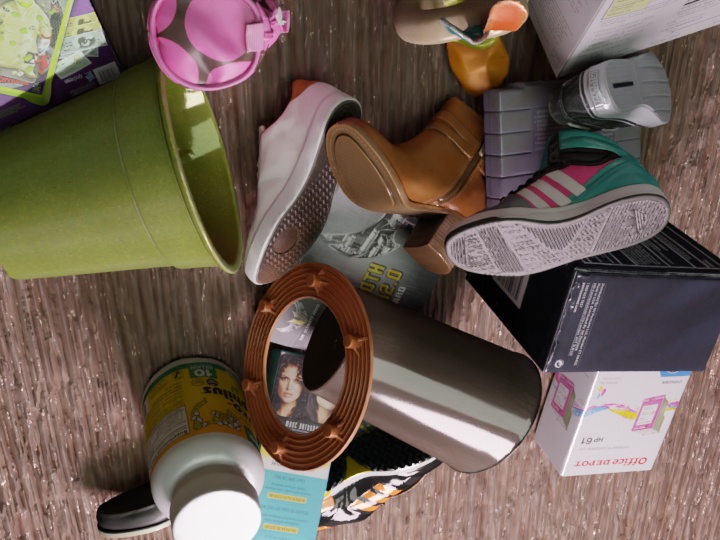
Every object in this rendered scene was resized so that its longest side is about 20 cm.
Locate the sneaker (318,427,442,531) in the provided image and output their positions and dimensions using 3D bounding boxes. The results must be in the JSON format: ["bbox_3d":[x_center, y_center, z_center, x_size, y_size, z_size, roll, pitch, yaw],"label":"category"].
[{"bbox_3d":[0.012,0.247,1.005,0.199,0.070,0.090,-20,128,-1],"label":"sneaker"}]

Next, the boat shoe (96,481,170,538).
[{"bbox_3d":[-0.203,0.240,0.967,0.200,0.074,0.063,-18,113,-10],"label":"boat shoe"}]

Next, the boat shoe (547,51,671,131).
[{"bbox_3d":[0.244,-0.172,0.834,0.199,0.071,0.073,-8,89,-51],"label":"boat shoe"}]

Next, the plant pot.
[{"bbox_3d":[-0.220,-0.073,0.730,0.189,0.200,0.201,-14,122,3],"label":"plant pot"}]

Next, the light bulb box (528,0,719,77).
[{"bbox_3d":[0.258,-0.288,0.732,0.197,0.200,0.126,-20,78,-8],"label":"light bulb box"}]

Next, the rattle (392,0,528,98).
[{"bbox_3d":[0.104,-0.187,0.751,0.129,0.200,0.144,-10,121,-13],"label":"rattle"}]

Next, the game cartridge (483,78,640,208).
[{"bbox_3d":[0.209,-0.130,0.877,0.199,0.038,0.131,-11,100,-30],"label":"game cartridge"}]

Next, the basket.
[{"bbox_3d":[0.052,0.109,0.881,0.199,0.180,0.137,27,66,-20],"label":"basket"}]

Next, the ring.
[{"bbox_3d":[-0.060,0.091,0.825,0.019,0.200,0.201,10,116,-41],"label":"ring"}]

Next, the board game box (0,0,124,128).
[{"bbox_3d":[-0.314,-0.181,0.717,0.199,0.032,0.121,-23,127,-6],"label":"board game box"}]

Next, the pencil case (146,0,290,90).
[{"bbox_3d":[-0.106,-0.195,0.677,0.093,0.200,0.091,11,111,-6],"label":"pencil case"}]

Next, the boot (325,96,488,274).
[{"bbox_3d":[0.064,-0.113,0.822,0.200,0.076,0.156,43,64,-27],"label":"boot"}]

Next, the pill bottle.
[{"bbox_3d":[-0.160,0.186,0.872,0.112,0.200,0.113,-8,120,-14],"label":"pill bottle"}]

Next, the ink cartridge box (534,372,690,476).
[{"bbox_3d":[0.322,0.157,1.087,0.144,0.085,0.201,1,119,-19],"label":"ink cartridge box"}]

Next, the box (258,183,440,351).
[{"bbox_3d":[0.000,0.000,0.912,0.158,0.048,0.201,18,111,-27],"label":"box"}]

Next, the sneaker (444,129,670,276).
[{"bbox_3d":[0.172,-0.071,0.799,0.199,0.121,0.084,-11,132,8],"label":"sneaker"}]

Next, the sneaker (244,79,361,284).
[{"bbox_3d":[-0.071,-0.086,0.823,0.073,0.085,0.201,6,114,-55],"label":"sneaker"}]

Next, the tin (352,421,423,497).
[{"bbox_3d":[0.008,0.200,1.034,0.112,0.042,0.200,-36,123,8],"label":"tin"}]

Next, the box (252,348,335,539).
[{"bbox_3d":[-0.073,0.191,0.925,0.082,0.049,0.201,13,84,-16],"label":"box"}]

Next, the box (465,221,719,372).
[{"bbox_3d":[0.248,0.009,0.910,0.197,0.200,0.124,1,117,-19],"label":"box"}]
